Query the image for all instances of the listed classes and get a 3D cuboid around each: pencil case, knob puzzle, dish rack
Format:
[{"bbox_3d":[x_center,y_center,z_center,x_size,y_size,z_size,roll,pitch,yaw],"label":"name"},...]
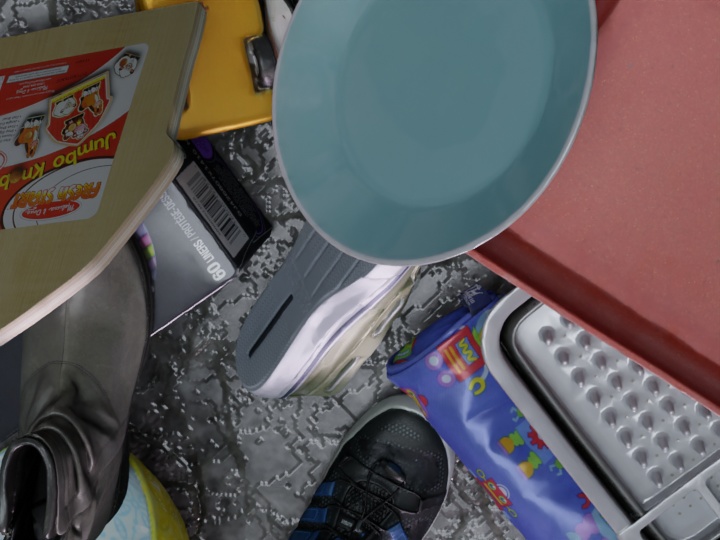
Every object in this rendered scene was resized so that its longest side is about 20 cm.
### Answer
[{"bbox_3d":[0.103,0.099,1.283,0.087,0.078,0.200,-41,95,-16],"label":"pencil case"},{"bbox_3d":[-0.169,-0.039,1.172,0.219,0.220,0.030,-29,136,14],"label":"knob puzzle"},{"bbox_3d":[0.178,0.053,1.220,0.171,0.044,0.200,-37,103,8],"label":"dish rack"}]

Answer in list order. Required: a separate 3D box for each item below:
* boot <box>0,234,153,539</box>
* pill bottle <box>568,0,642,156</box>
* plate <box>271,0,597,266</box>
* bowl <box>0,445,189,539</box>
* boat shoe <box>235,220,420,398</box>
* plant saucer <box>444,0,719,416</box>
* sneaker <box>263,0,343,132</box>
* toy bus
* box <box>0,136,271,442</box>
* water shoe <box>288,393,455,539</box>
[{"bbox_3d":[-0.153,0.071,1.176,0.067,0.131,0.201,4,107,6],"label":"boot"},{"bbox_3d":[0.110,-0.119,1.209,0.110,0.111,0.201,15,106,4],"label":"pill bottle"},{"bbox_3d":[0.039,-0.098,1.143,0.199,0.026,0.202,-10,73,36],"label":"plate"},{"bbox_3d":[-0.160,0.203,1.319,0.200,0.201,0.108,-42,137,15],"label":"bowl"},{"bbox_3d":[0.000,0.000,1.260,0.062,0.072,0.200,8,139,-35],"label":"boat shoe"},{"bbox_3d":[0.172,-0.053,1.153,0.199,0.037,0.201,32,102,-9],"label":"plant saucer"},{"bbox_3d":[-0.025,-0.123,1.246,0.073,0.080,0.201,-7,105,8],"label":"sneaker"},{"bbox_3d":[-0.097,-0.176,1.234,0.065,0.078,0.201,-13,100,-9],"label":"toy bus"},{"bbox_3d":[-0.168,-0.004,1.281,0.200,0.106,0.123,-35,96,15],"label":"box"},{"bbox_3d":[-0.008,0.166,1.314,0.071,0.079,0.201,30,106,0],"label":"water shoe"}]
